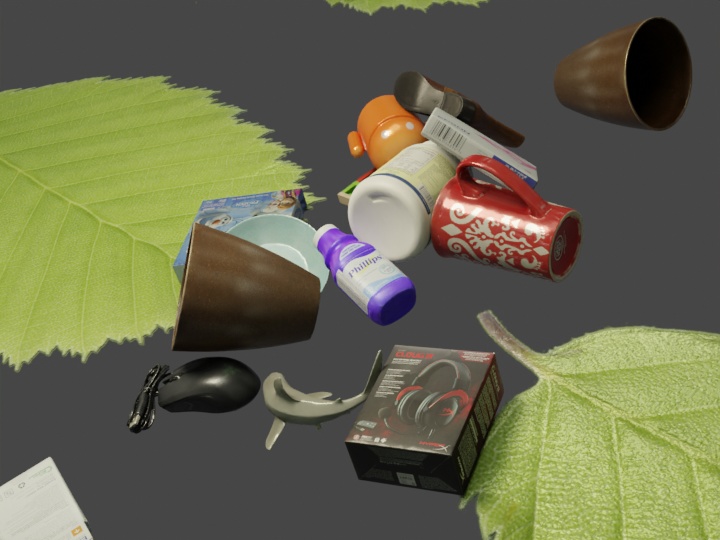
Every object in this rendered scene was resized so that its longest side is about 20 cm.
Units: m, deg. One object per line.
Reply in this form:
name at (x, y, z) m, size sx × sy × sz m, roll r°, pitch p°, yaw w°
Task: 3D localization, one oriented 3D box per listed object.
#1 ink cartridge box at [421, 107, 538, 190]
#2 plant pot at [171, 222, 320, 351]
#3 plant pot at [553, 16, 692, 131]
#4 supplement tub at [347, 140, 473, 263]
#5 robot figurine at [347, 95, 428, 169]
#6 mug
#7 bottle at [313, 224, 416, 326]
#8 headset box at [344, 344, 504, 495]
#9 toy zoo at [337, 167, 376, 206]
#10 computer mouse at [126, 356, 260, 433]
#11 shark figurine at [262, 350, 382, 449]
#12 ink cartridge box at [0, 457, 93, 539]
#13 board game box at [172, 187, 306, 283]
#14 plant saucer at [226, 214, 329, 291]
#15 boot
ink cartridge box at (0.195, -0.196, 1.645) m, size 0.195 × 0.044 × 0.200 m, roll 31°, pitch 17°, yaw -1°
plant pot at (-0.165, 0.040, 1.505) m, size 0.197 × 0.189 × 0.188 m, roll 10°, pitch 33°, yaw -12°
plant pot at (0.443, -0.336, 1.788) m, size 0.187 × 0.188 × 0.199 m, roll -39°, pitch 26°, yaw -29°
supplement tub at (0.086, -0.116, 1.634) m, size 0.144 × 0.147 × 0.200 m, roll 8°, pitch 31°, yaw 32°
robot figurine at (0.062, -0.239, 1.816) m, size 0.143 × 0.117 × 0.201 m, roll 21°, pitch 24°, yaw -25°
mug at (0.213, -0.068, 1.515) m, size 0.198 × 0.177 × 0.135 m, roll 19°, pitch 76°, yaw 35°
bottle at (0.000, 0.000, 1.564) m, size 0.083 × 0.066 × 0.200 m, roll -30°, pitch 50°, yaw -19°
headset box at (0.089, 0.179, 1.304) m, size 0.147 × 0.076 × 0.201 m, roll 3°, pitch 40°, yaw 28°
toy zoo at (0.072, -0.165, 1.831) m, size 0.199 × 0.021 × 0.131 m, roll -38°, pitch 40°, yaw -27°
computer mouse at (-0.244, 0.168, 1.487) m, size 0.197 × 0.053 × 0.139 m, roll -7°, pitch 35°, yaw 15°
shark figurine at (-0.070, 0.166, 1.367) m, size 0.212 × 0.090 × 0.129 m, roll -6°, pitch 38°, yaw 33°
ink cartridge box at (-0.456, 0.360, 1.327) m, size 0.198 × 0.041 × 0.200 m, roll -30°, pitch 37°, yaw -18°
board game box at (-0.209, -0.064, 1.797) m, size 0.197 × 0.044 × 0.200 m, roll -7°, pitch 37°, yaw 15°
plant saucer at (-0.146, 0.002, 1.644) m, size 0.198 × 0.039 × 0.203 m, roll -1°, pitch 60°, yaw 2°
boot at (0.175, -0.286, 1.814) m, size 0.187 × 0.199 × 0.069 m, roll 21°, pitch 95°, yaw 41°
